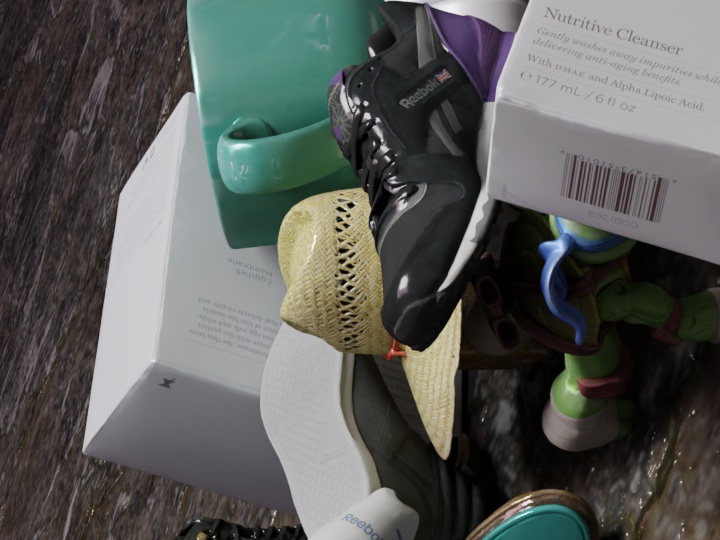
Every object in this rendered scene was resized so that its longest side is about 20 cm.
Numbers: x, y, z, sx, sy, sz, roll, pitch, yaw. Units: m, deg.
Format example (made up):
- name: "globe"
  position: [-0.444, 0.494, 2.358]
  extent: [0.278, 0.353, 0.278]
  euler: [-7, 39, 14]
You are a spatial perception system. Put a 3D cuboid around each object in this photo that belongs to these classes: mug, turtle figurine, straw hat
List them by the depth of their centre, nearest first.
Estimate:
- name: "turtle figurine"
  position: [0.128, -0.012, 1.058]
  extent: [0.194, 0.143, 0.201]
  euler: [108, -176, -60]
- name: "straw hat"
  position: [0.000, 0.000, 1.152]
  extent: [0.201, 0.085, 0.202]
  euler: [178, 90, -85]
- name: "mug"
  position: [-0.027, -0.083, 1.255]
  extent: [0.152, 0.114, 0.186]
  euler: [79, -177, -51]

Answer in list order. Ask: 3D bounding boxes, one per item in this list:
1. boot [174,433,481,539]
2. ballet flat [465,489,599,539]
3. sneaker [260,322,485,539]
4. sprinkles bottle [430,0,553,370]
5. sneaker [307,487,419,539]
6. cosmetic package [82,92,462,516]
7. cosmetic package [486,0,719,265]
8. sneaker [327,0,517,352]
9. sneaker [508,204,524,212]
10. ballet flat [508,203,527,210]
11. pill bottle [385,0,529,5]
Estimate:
- name: "boot"
  position: [-0.032, 0.155, 1.283]
  extent: [0.200, 0.138, 0.078]
  euler: [-58, 8, 15]
- name: "ballet flat"
  position: [0.065, 0.182, 1.154]
  extent: [0.072, 0.068, 0.201]
  euler: [-68, 0, -67]
- name: "sneaker"
  position: [0.008, 0.095, 1.233]
  extent: [0.071, 0.099, 0.200]
  euler: [-46, 35, 23]
- name: "sprinkles bottle"
  position: [0.069, -0.048, 1.248]
  extent: [0.068, 0.068, 0.201]
  euler: [154, 116, -65]
- name: "sneaker"
  position: [-0.001, 0.186, 1.129]
  extent: [0.087, 0.074, 0.200]
  euler: [-40, -24, -28]
- name: "cosmetic package"
  position: [-0.048, 0.031, 1.373]
  extent: [0.123, 0.198, 0.201]
  euler: [-50, 28, 47]
- name: "cosmetic package"
  position: [0.134, -0.114, 0.956]
  extent: [0.081, 0.112, 0.201]
  euler: [91, -164, -59]
- name: "sneaker"
  position: [0.018, -0.046, 1.013]
  extent: [0.200, 0.087, 0.076]
  euler: [-73, 7, -48]
- name: "sneaker"
  position: [0.120, -0.109, 1.207]
  extent: [0.077, 0.083, 0.201]
  euler: [-41, 36, 56]
- name: "ballet flat"
  position: [0.132, -0.110, 1.116]
  extent: [0.200, 0.069, 0.069]
  euler: [-45, 25, 10]
- name: "pill bottle"
  position: [0.056, -0.166, 1.396]
  extent: [0.201, 0.110, 0.111]
  euler: [-92, 27, -46]
